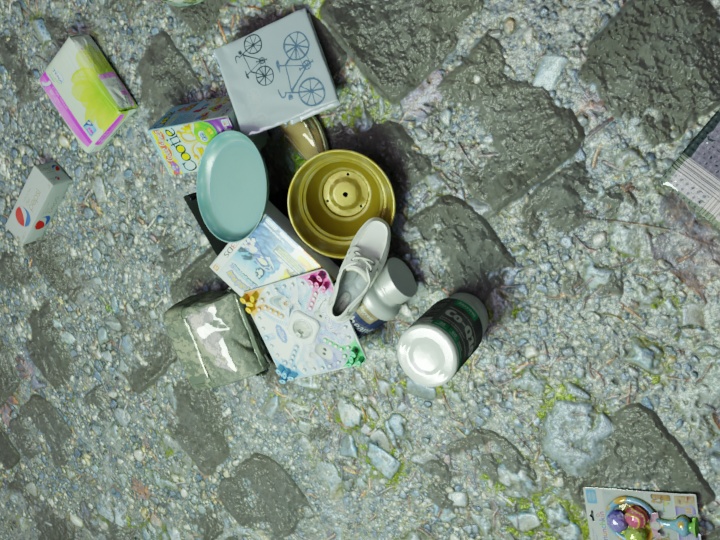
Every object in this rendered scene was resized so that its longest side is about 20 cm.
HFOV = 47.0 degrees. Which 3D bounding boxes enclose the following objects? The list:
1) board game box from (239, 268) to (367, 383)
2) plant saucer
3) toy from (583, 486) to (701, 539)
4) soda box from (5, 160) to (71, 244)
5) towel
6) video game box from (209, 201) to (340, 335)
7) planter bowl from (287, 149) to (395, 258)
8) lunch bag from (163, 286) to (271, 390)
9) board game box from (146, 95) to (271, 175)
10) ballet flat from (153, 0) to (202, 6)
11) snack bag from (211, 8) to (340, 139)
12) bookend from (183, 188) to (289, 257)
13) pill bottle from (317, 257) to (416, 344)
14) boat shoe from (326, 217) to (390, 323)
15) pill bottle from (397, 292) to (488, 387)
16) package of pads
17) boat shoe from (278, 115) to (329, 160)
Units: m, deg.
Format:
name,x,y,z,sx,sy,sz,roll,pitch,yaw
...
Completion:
name,x,y,z,sx,sy,sz,roll,pitch,yaw
board game box,-0.110,0.111,1.563,0.198,0.026,0.202,-15,108,29
plant saucer,-0.230,-0.153,1.518,0.198,0.027,0.204,4,96,41
toy,0.500,0.454,1.480,0.197,0.047,0.117,-5,103,28
soda box,-0.748,-0.156,1.922,0.068,0.064,0.200,44,122,8
towel,0.590,-0.146,1.247,0.200,0.034,0.194,41,118,12
video game box,-0.164,-0.003,1.572,0.200,0.047,0.182,43,123,-2
planter bowl,-0.031,-0.131,1.528,0.197,0.084,0.204,2,110,5
lunch bag,-0.289,0.140,1.736,0.166,0.139,0.203,-13,101,31
board game box,-0.293,-0.264,1.609,0.197,0.105,0.104,-3,125,29
ballet flat,-0.381,-0.545,1.594,0.197,0.071,0.070,11,111,24
snack bag,-0.155,-0.351,1.507,0.197,0.021,0.191,-22,84,7
bookend,-0.215,-0.116,1.639,0.198,0.092,0.202,-32,89,30
pill bottle,0.007,0.059,1.569,0.199,0.111,0.112,-34,90,32
boat shoe,0.000,0.000,1.463,0.070,0.069,0.203,23,88,1
pill bottle,0.151,0.115,1.460,0.111,0.200,0.115,9,111,24
package of pads,-0.578,-0.377,1.756,0.154,0.068,0.201,-36,89,32
boat shoe,-0.134,-0.283,1.549,0.071,0.076,0.201,-33,90,32
